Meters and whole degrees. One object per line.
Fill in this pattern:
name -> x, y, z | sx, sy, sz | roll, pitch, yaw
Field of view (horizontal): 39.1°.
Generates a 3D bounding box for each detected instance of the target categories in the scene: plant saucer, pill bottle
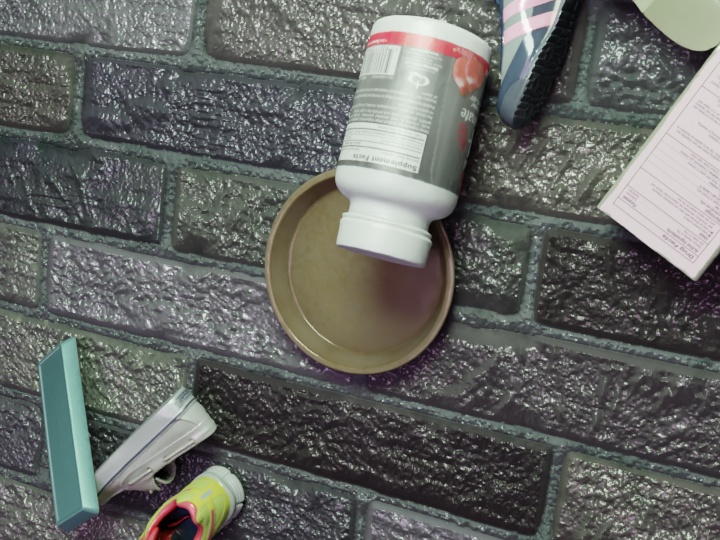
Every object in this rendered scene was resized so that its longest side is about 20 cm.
plant saucer -> 0.000, 0.000, 0.983 | 0.199, 0.029, 0.202 | 3, 98, 23
pill bottle -> 0.040, -0.109, 0.887 | 0.110, 0.111, 0.201 | 13, 88, 21
plant saucer -> -0.320, 0.175, 1.099 | 0.070, 0.019, 0.201 | -34, 59, 37

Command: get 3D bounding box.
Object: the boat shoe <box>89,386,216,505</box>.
boat shoe -> -0.227, 0.204, 1.085 | 0.066, 0.072, 0.200 | 45, 113, -4

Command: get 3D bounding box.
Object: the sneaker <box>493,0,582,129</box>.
sneaker -> 0.142, -0.226, 0.879 | 0.082, 0.070, 0.201 | 21, 97, 24

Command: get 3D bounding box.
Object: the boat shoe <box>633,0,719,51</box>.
boat shoe -> 0.223, -0.262, 0.808 | 0.200, 0.063, 0.071 | 42, 140, -7

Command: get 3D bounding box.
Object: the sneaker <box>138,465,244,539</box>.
sneaker -> -0.206, 0.292, 1.072 | 0.078, 0.090, 0.201 | 37, 110, 13

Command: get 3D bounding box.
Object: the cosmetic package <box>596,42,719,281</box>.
cosmetic package -> 0.296, -0.103, 0.821 | 0.103, 0.073, 0.200 | 40, 110, 14
